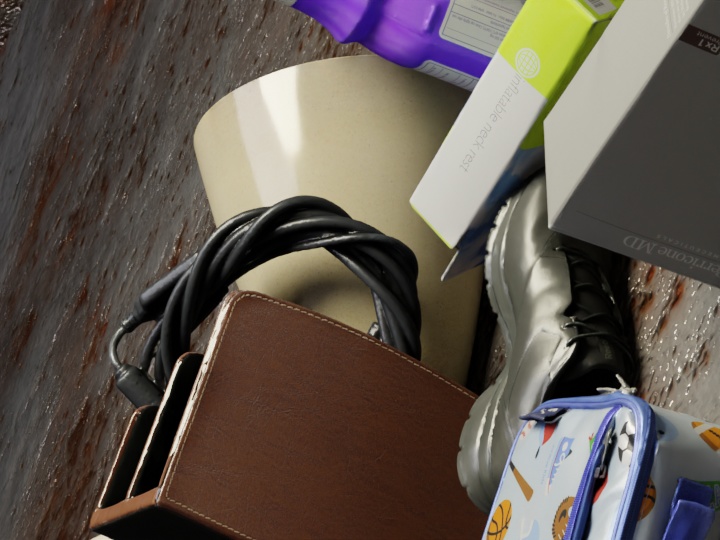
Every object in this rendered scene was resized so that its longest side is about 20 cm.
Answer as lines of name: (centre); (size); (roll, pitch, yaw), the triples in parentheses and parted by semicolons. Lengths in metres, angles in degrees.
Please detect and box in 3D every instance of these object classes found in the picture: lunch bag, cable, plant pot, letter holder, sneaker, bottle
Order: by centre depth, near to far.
lunch bag: (0.109, 0.151, 1.414); (0.160, 0.075, 0.201); (174, 113, -71)
sneaker: (0.111, 0.034, 1.573); (0.091, 0.076, 0.201); (-23, 56, 57)
letter holder: (-0.024, 0.113, 1.643); (0.101, 0.200, 0.143); (-26, 41, 61)
cable: (-0.045, 0.050, 1.723); (0.200, 0.163, 0.051); (-34, -9, 20)
bottle: (0.044, -0.147, 1.747); (0.084, 0.199, 0.065); (-140, 71, -75)
plant pot: (0.000, 0.000, 1.814); (0.187, 0.187, 0.201); (132, 136, -56)

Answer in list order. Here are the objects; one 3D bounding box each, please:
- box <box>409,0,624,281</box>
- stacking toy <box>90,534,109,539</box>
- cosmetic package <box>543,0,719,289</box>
box: (0.107, -0.091, 1.632); (0.122, 0.048, 0.200); (-24, -26, -46)
stacking toy: (-0.134, 0.226, 2.139); (0.200, 0.146, 0.146); (-56, -9, -71)
cosmetic package: (0.175, -0.094, 1.410); (0.090, 0.107, 0.200); (-89, 22, -48)
